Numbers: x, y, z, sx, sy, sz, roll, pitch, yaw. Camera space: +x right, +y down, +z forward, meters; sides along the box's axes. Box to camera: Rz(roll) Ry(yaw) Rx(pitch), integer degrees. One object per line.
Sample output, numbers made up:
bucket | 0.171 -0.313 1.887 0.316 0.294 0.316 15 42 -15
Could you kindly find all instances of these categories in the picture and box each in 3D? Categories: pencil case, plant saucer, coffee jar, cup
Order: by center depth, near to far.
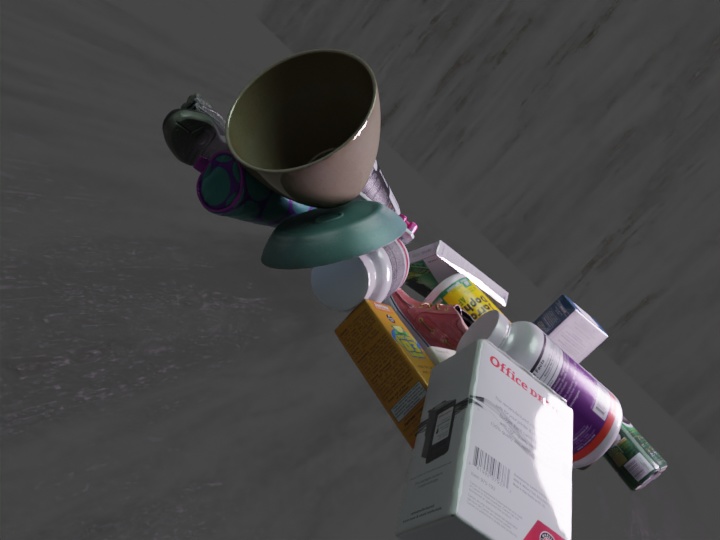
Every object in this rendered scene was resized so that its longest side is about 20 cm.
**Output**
cup | -0.056 -0.165 0.787 0.201 0.199 0.144 53 -4 34
plant saucer | -0.039 -0.055 0.788 0.200 0.198 0.036 -80 158 -71
pencil case | -0.142 -0.111 0.863 0.093 0.085 0.199 49 18 21
coffee jar | 0.531 0.350 1.247 0.104 0.085 0.201 16 31 -50

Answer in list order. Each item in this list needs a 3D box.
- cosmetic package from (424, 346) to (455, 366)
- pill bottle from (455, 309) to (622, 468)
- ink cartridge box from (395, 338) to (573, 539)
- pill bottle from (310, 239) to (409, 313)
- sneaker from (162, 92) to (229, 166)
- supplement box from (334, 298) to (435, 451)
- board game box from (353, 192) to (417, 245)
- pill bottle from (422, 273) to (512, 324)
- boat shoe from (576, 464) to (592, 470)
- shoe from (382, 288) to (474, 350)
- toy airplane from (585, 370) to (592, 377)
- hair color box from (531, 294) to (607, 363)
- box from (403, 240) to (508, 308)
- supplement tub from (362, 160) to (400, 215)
cosmetic package | 0.145 0.198 0.763 0.103 0.073 0.201 18 30 -54
pill bottle | 0.215 0.142 0.737 0.200 0.113 0.113 40 16 -7
ink cartridge box | 0.131 0.192 0.592 0.145 0.083 0.201 37 42 -14
pill bottle | 0.000 0.000 0.859 0.111 0.111 0.200 43 16 6
sneaker | -0.252 -0.214 0.891 0.114 0.076 0.199 42 13 8
supplement box | 0.052 0.128 0.734 0.066 0.069 0.200 19 26 -54
board game box | -0.019 -0.097 0.996 0.199 0.026 0.200 38 -21 -6
pill bottle | 0.206 0.111 1.051 0.200 0.113 0.112 50 18 23
boat shoe | 0.376 0.275 1.104 0.074 0.076 0.200 35 17 -12
shoe | 0.119 0.077 0.974 0.201 0.091 0.071 51 19 29
toy airplane | 0.238 0.191 0.881 0.200 0.141 0.199 49 40 13
hair color box | 0.347 0.152 1.119 0.100 0.200 0.061 35 18 -21
box | 0.169 0.023 1.168 0.199 0.144 0.037 35 59 -25
supplement tub | -0.014 -0.149 1.087 0.123 0.122 0.201 58 0 45
